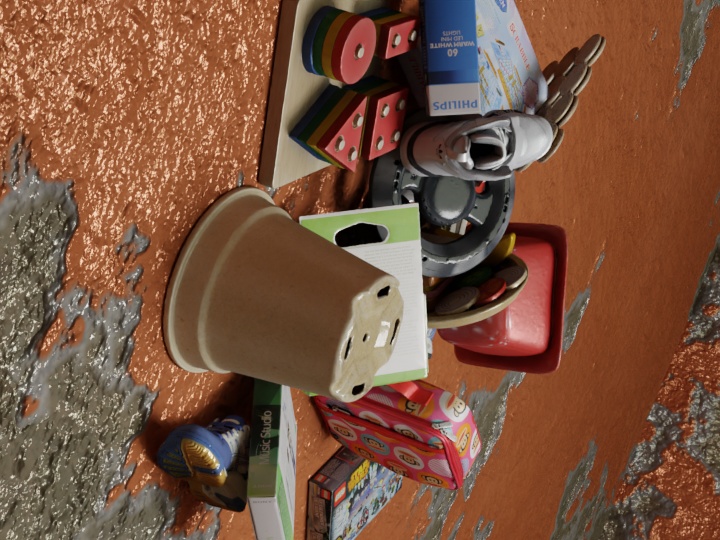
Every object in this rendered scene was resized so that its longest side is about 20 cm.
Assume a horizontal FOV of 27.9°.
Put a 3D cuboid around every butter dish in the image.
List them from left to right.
[{"bbox_3d":[0.164,0.031,1.937,0.147,0.199,0.201,5,89,-43],"label":"butter dish"}]

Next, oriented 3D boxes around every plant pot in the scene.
[{"bbox_3d":[-0.065,0.038,1.452,0.200,0.183,0.201,-45,146,-42],"label":"plant pot"}]

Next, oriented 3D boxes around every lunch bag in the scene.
[{"bbox_3d":[0.045,0.177,1.775,0.082,0.199,0.177,-58,151,-27],"label":"lunch bag"}]

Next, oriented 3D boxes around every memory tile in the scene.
[{"bbox_3d":[0.240,-0.205,1.843,0.201,0.017,0.153,-62,-165,-24],"label":"memory tile"}]

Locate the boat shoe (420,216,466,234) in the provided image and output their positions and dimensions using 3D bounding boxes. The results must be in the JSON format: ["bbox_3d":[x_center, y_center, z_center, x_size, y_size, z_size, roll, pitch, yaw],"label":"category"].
[{"bbox_3d":[0.106,-0.066,1.884,0.072,0.059,0.201,-139,-112,-70],"label":"boat shoe"}]

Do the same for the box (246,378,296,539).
[{"bbox_3d":[-0.095,0.207,1.588,0.145,0.036,0.201,84,3,-45],"label":"box"}]

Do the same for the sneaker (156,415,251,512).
[{"bbox_3d":[-0.157,0.186,1.529,0.200,0.075,0.089,74,33,-65],"label":"sneaker"}]

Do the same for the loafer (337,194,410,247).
[{"bbox_3d":[0.000,0.000,1.702,0.201,0.068,0.070,-60,153,-4],"label":"loafer"}]

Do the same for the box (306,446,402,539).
[{"bbox_3d":[-0.003,0.289,1.957,0.200,0.040,0.138,-41,142,-47],"label":"box"}]

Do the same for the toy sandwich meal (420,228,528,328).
[{"bbox_3d":[0.105,0.000,1.772,0.205,0.204,0.071,-42,127,-45],"label":"toy sandwich meal"}]

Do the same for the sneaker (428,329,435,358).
[{"bbox_3d":[0.053,0.064,1.874,0.200,0.075,0.078,30,75,-76],"label":"sneaker"}]

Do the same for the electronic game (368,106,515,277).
[{"bbox_3d":[0.096,-0.092,1.678,0.199,0.042,0.201,-4,99,-30],"label":"electronic game"}]

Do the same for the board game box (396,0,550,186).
[{"bbox_3d":[0.139,-0.240,1.752,0.200,0.041,0.201,-50,127,-36],"label":"board game box"}]

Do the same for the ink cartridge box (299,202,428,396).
[{"bbox_3d":[-0.007,0.026,1.618,0.147,0.076,0.201,-7,103,-20],"label":"ink cartridge box"}]

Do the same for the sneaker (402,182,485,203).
[{"bbox_3d":[0.082,-0.129,1.789,0.200,0.067,0.109,-15,88,-32],"label":"sneaker"}]

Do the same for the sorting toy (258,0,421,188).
[{"bbox_3d":[-0.013,-0.195,1.517,0.199,0.069,0.201,-30,135,-55],"label":"sorting toy"}]

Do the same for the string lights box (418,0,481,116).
[{"bbox_3d":[0.094,-0.270,1.581,0.103,0.059,0.201,-91,177,-84],"label":"string lights box"}]

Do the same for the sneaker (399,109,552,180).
[{"bbox_3d":[0.153,-0.137,1.614,0.199,0.115,0.076,-9,101,-29],"label":"sneaker"}]
